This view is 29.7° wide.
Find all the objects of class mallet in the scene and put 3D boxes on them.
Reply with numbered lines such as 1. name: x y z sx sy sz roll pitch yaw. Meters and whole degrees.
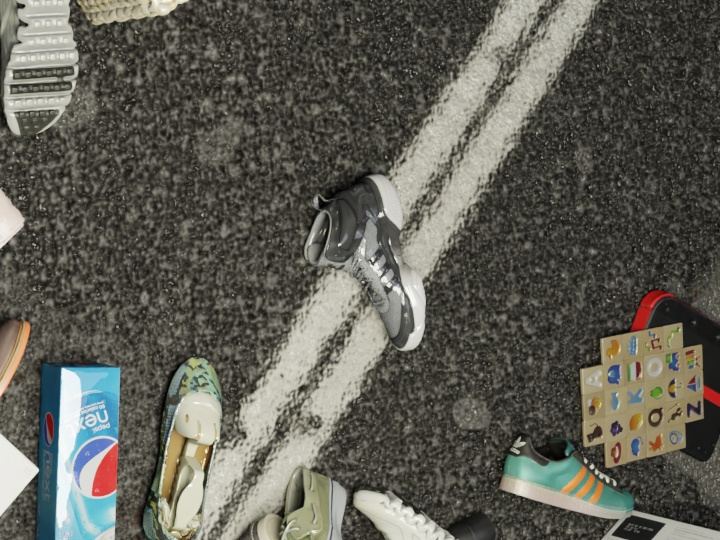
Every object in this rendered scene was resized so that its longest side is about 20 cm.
1. mallet: 0.154 0.386 1.635 0.065 0.041 0.202 -30 109 -24

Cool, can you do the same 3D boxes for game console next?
1. game console: 0.422 0.139 1.798 0.199 0.031 0.179 28 83 -27

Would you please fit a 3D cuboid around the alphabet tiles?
1. alphabet tiles: 0.365 0.160 1.750 0.198 0.006 0.169 -9 100 -27

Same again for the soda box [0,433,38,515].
1. soda box: -0.400 0.241 1.283 0.068 0.063 0.201 47 69 -22

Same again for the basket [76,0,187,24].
1. basket: -0.200 -0.353 1.323 0.197 0.199 0.162 -36 114 -25

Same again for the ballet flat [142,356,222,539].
1. ballet flat: -0.175 0.192 1.415 0.073 0.074 0.203 12 84 -30

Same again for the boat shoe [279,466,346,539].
1. boat shoe: -0.058 0.283 1.438 0.062 0.200 0.072 32 111 -12

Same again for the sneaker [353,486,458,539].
1. sneaker: 0.067 0.320 1.533 0.199 0.075 0.081 38 86 -4

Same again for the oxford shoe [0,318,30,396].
1. oxford shoe: -0.391 0.117 1.285 0.072 0.071 0.201 42 71 -19

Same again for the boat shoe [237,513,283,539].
1. boat shoe: -0.064 0.345 1.502 0.062 0.073 0.200 -33 120 19

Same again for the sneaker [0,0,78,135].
1. sneaker: -0.320 -0.234 1.324 0.074 0.081 0.203 -3 112 -35

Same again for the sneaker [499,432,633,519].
1. sneaker: 0.265 0.254 1.677 0.198 0.071 0.081 18 86 -28

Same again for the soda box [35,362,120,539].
1. soda box: -0.282 0.195 1.350 0.063 0.068 0.203 2 90 -30

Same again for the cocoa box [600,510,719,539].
1. cocoa box: 0.387 0.401 1.677 0.133 0.199 0.132 -40 110 -24

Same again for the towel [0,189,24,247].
1. towel: -0.445 -0.058 1.271 0.191 0.032 0.201 -47 113 -22

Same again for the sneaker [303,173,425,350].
1. sneaker: 0.000 0.000 1.516 0.113 0.075 0.203 -14 92 -29
